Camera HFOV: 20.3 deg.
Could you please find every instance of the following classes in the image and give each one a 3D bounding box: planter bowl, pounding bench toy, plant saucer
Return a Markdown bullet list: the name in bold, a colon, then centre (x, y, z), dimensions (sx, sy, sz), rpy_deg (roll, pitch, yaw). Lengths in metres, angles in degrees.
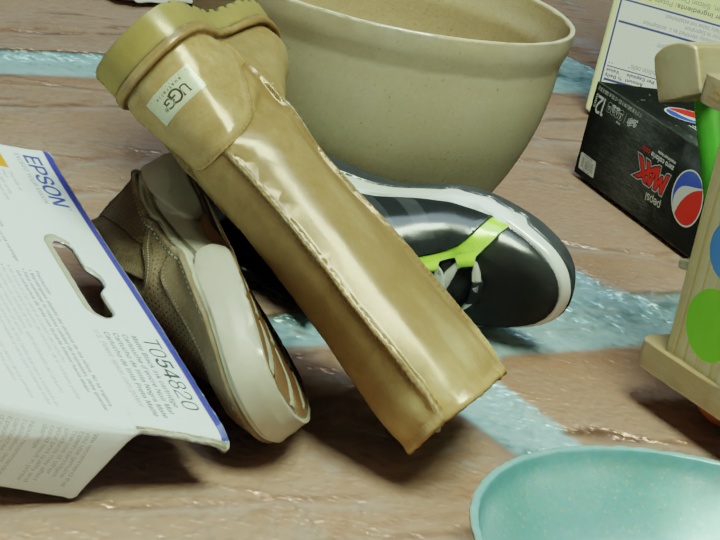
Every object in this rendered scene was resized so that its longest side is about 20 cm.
- **planter bowl**: centre (-0.001, -0.085, 1.048), dimensions (0.198, 0.136, 0.200), rpy_deg (12, 18, -4)
- **pounding bench toy**: centre (0.199, -0.006, 0.923), dimensions (0.123, 0.157, 0.200), rpy_deg (-1, 23, -33)
- **plant saucer**: centre (0.130, 0.121, 0.700), dimensions (0.198, 0.036, 0.200), rpy_deg (13, 19, -4)

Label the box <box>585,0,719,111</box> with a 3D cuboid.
- **box**: centre (0.253, -0.214, 1.493), dimensions (0.096, 0.202, 0.176), rpy_deg (18, 19, 14)

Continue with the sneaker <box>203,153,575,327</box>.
- **sneaker**: centre (0.000, 0.000, 0.949), dimensions (0.198, 0.072, 0.083), rpy_deg (16, 43, 9)

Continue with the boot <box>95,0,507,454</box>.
- **boot**: centre (-0.017, -0.020, 0.857), dimensions (0.200, 0.066, 0.175), rpy_deg (49, 16, 4)

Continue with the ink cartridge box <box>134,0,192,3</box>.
- **ink cartridge box**: centre (-0.186, -0.272, 1.544), dimensions (0.199, 0.085, 0.144), rpy_deg (28, 23, 36)

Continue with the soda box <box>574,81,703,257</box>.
- **soda box**: centre (0.207, -0.052, 1.208), dimensions (0.070, 0.064, 0.200), rpy_deg (5, 21, -24)

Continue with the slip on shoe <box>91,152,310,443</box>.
- **slip on shoe**: centre (-0.074, 0.016, 0.835), dimensions (0.060, 0.076, 0.200), rpy_deg (-29, 35, -2)

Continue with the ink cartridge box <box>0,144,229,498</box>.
- **ink cartridge box**: centre (-0.169, 0.002, 0.742), dimensions (0.199, 0.041, 0.200), rpy_deg (16, 26, -42)
